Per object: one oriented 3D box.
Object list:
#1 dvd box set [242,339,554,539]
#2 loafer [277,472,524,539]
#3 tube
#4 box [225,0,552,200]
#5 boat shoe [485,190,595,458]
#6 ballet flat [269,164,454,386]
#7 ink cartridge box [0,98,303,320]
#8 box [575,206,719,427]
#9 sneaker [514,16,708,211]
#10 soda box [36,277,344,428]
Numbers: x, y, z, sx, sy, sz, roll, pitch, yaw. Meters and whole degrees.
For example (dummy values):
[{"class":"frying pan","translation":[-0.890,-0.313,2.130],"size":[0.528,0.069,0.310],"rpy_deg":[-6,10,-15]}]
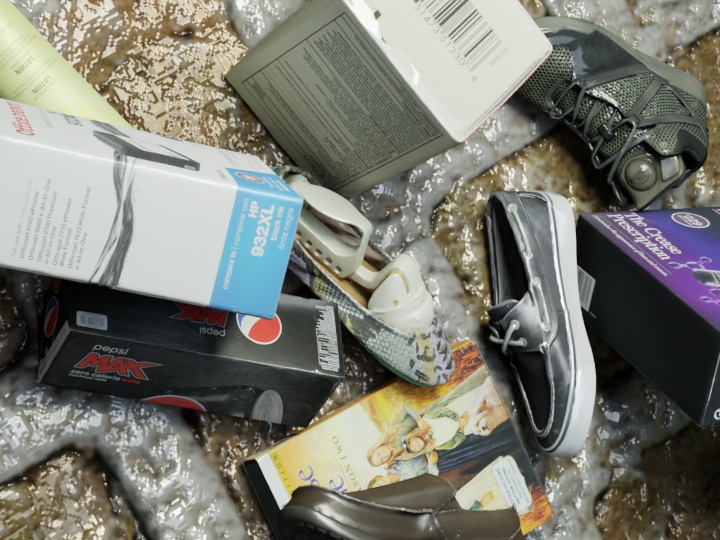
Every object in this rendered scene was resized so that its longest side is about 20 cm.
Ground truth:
[{"class":"dvd box set","translation":[0.030,0.156,1.474],"size":[0.199,0.029,0.147],"rpy_deg":[-26,92,-28]},{"class":"loafer","translation":[0.030,0.173,1.418],"size":[0.199,0.073,0.072],"rpy_deg":[19,66,-32]},{"class":"tube","translation":[-0.192,-0.095,1.403],"size":[0.200,0.058,0.052],"rpy_deg":[50,28,-15]},{"class":"box","translation":[0.017,-0.143,1.428],"size":[0.109,0.200,0.128],"rpy_deg":[-45,101,-26]},{"class":"boat shoe","translation":[0.124,0.038,1.520],"size":[0.067,0.072,0.202],"rpy_deg":[3,76,-27]},{"class":"ballet flat","translation":[0.000,0.000,1.448],"size":[0.200,0.072,0.072],"rpy_deg":[42,65,-3]},{"class":"ink cartridge box","translation":[-0.153,-0.042,1.327],"size":[0.198,0.145,0.084],"rpy_deg":[12,102,-18]},{"class":"box","translation":[0.258,0.029,1.514],"size":[0.140,0.200,0.080],"rpy_deg":[-1,116,-28]},{"class":"sneaker","translation":[0.183,-0.118,1.560],"size":[0.198,0.076,0.115],"rpy_deg":[22,43,-25]},{"class":"soda box","translation":[-0.114,0.049,1.392],"size":[0.198,0.071,0.064],"rpy_deg":[12,50,-23]}]
